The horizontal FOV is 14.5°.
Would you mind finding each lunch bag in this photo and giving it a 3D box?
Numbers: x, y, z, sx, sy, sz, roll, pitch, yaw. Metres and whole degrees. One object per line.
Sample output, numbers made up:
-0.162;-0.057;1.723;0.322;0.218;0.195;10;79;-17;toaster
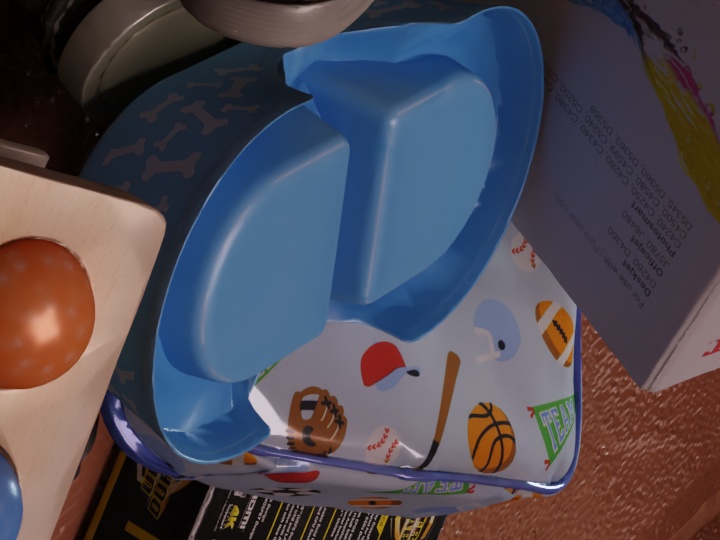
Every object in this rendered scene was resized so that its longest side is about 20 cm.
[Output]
0.000;0.000;0.977;0.200;0.075;0.161;12;73;-46;lunch bag

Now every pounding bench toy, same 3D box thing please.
-0.136;-0.025;0.746;0.124;0.156;0.201;14;101;-40;pounding bench toy

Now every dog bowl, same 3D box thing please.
-0.018;-0.021;0.841;0.200;0.049;0.112;-32;138;-49;dog bowl

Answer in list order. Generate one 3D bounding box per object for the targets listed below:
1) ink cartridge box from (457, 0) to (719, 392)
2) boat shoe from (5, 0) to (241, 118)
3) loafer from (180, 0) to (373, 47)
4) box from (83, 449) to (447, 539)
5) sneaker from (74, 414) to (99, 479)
0.139;-0.090;0.905;0.146;0.146;0.200;-18;150;-36;ink cartridge box
-0.036;-0.098;0.870;0.072;0.061;0.201;-51;163;28;boat shoe
0.004;-0.138;0.819;0.200;0.072;0.063;-62;164;-50;loafer
-0.052;0.142;1.075;0.159;0.049;0.201;12;103;-56;box
-0.138;0.078;0.905;0.115;0.076;0.201;25;92;-58;sneaker
